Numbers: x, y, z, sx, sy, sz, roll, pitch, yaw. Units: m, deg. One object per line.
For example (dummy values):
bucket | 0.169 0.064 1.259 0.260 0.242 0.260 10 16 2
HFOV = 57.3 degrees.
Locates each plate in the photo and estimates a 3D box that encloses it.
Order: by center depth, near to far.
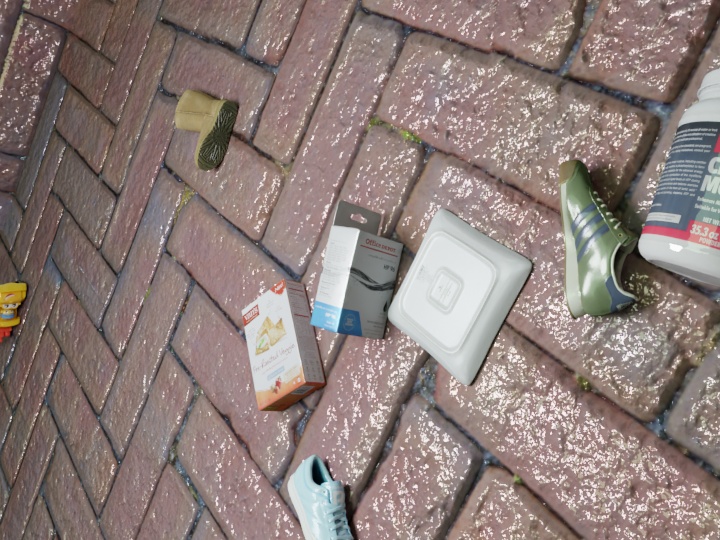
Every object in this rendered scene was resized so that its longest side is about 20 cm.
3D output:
plate | 0.133 0.032 0.985 0.199 0.032 0.203 38 107 43

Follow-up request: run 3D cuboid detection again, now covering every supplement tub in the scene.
supplement tub | 0.389 -0.090 0.690 0.139 0.138 0.205 22 96 44

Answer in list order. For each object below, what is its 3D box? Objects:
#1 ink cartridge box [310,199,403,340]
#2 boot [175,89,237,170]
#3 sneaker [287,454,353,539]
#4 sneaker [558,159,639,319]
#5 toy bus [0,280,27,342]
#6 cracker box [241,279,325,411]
ink cartridge box | 0.000 0.000 1.062 0.067 0.114 0.206 12 89 43
boot | -0.378 -0.331 1.547 0.198 0.066 0.179 21 83 44
sneaker | -0.052 0.384 1.054 0.200 0.073 0.083 49 116 38
sneaker | 0.302 -0.044 0.822 0.088 0.066 0.206 -7 75 34
toy bus | -1.195 0.139 2.189 0.197 0.134 0.198 -13 84 38
cracker box | -0.145 0.138 1.212 0.133 0.057 0.204 -34 58 33
